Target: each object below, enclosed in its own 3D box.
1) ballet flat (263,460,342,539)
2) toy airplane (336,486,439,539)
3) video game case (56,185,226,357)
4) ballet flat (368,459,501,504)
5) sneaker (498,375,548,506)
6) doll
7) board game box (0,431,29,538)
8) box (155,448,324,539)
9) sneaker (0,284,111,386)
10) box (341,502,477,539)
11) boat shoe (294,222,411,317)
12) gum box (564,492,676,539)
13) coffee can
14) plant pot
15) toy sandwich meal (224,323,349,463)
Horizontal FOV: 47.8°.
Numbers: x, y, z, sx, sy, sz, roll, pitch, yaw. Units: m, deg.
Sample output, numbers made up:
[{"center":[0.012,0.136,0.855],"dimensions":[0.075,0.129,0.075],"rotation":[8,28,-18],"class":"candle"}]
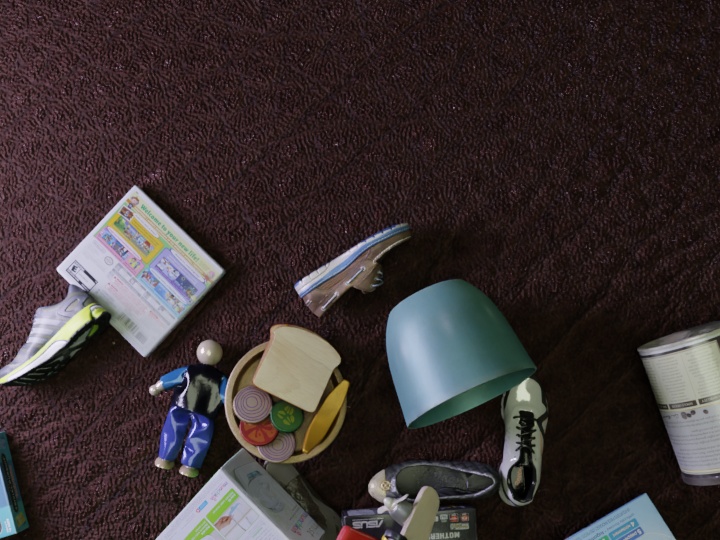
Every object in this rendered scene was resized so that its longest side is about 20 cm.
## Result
[{"center":[-0.081,0.364,1.221],"dimensions":[0.067,0.046,0.201],"rotation":[-38,91,-24],"class":"ballet flat"},{"center":[0.041,0.415,1.111],"dimensions":[0.199,0.140,0.201],"rotation":[-12,98,-43],"class":"toy airplane"},{"center":[-0.341,0.000,1.266],"dimensions":[0.200,0.022,0.182],"rotation":[43,87,5],"class":"video game case"},{"center":[0.108,0.311,1.203],"dimensions":[0.198,0.057,0.067],"rotation":[-7,71,7],"class":"ballet flat"},{"center":[0.246,0.251,1.202],"dimensions":[0.073,0.080,0.202],"rotation":[3,84,3],"class":"sneaker"},{"center":[-0.256,0.203,1.232],"dimensions":[0.135,0.048,0.202],"rotation":[17,86,2],"class":"doll"},{"center":[-0.623,0.348,1.228],"dimensions":[0.198,0.047,0.152],"rotation":[-17,85,0],"class":"board game box"},{"center":[-0.184,0.396,1.165],"dimensions":[0.176,0.097,0.200],"rotation":[43,103,4],"class":"box"},{"center":[-0.476,0.103,1.239],"dimensions":[0.199,0.074,0.081],"rotation":[-39,73,0],"class":"sneaker"},{"center":[0.072,0.431,1.191],"dimensions":[0.198,0.048,0.160],"rotation":[0,84,-7],"class":"box"},{"center":[0.000,0.000,1.239],"dimensions":[0.199,0.072,0.073],"rotation":[-32,90,8],"class":"boat shoe"},{"center":[0.392,0.452,1.163],"dimensions":[0.169,0.045,0.201],"rotation":[-26,70,-8],"class":"gum box"},{"center":[0.503,0.187,1.167],"dimensions":[0.145,0.146,0.202],"rotation":[-18,85,0],"class":"coffee can"},{"center":[0.128,0.111,1.165],"dimensions":[0.199,0.201,0.162],"rotation":[-23,71,-1],"class":"plant pot"},{"center":[-0.104,0.183,1.202],"dimensions":[0.203,0.070,0.207],"rotation":[3,73,-8],"class":"toy sandwich meal"}]
